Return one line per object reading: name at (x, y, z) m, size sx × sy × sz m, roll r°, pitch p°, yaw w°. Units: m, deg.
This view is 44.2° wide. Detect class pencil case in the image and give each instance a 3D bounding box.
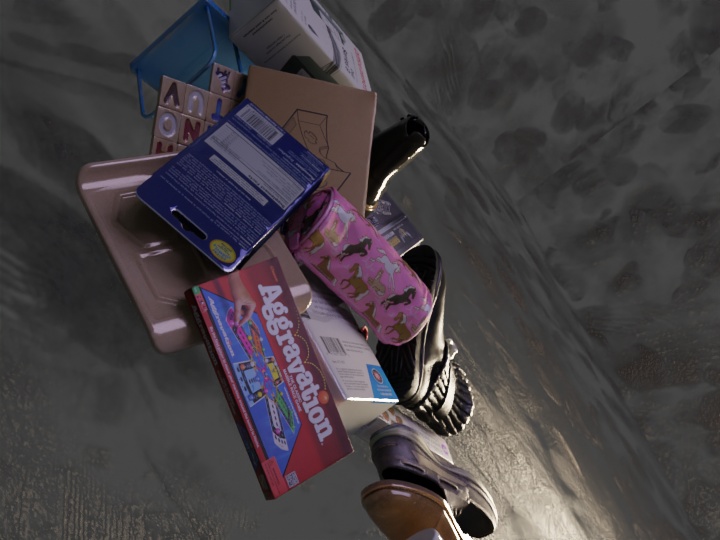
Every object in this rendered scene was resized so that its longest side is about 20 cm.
pencil case at (0.000, 0.000, 0.986) m, size 0.200 × 0.086 × 0.083 m, roll 43°, pitch 20°, yaw -31°

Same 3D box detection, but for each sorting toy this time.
sorting toy at (-0.163, -0.025, 0.871) m, size 0.183 × 0.037 × 0.202 m, roll -15°, pitch 68°, yaw -39°

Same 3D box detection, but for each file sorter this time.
file sorter at (-0.173, -0.212, 1.139) m, size 0.199 × 0.138 × 0.124 m, roll 36°, pitch 28°, yaw -44°

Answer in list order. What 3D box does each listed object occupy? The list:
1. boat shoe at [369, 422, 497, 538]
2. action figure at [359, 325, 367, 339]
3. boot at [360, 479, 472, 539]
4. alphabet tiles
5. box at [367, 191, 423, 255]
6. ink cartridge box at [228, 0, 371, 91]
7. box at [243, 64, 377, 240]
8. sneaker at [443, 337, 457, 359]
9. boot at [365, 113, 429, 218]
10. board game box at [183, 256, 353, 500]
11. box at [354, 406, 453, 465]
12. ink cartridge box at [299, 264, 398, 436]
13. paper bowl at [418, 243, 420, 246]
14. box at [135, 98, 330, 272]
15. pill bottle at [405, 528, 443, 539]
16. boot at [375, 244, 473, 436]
boat shoe at (0.083, 0.265, 1.043) m, size 0.199 × 0.074 × 0.074 m, roll 39°, pitch 31°, yaw -18°
action figure at (-0.013, 0.095, 1.095) m, size 0.203 × 0.051 × 0.065 m, roll 65°, pitch 18°, yaw -7°
boot at (0.071, 0.296, 0.942) m, size 0.200 × 0.073 × 0.076 m, roll 48°, pitch 28°, yaw -28°
alphabet tiles at (-0.160, -0.151, 1.038) m, size 0.198 × 0.007 × 0.171 m, roll 11°, pitch 87°, yaw -49°
box at (-0.015, -0.063, 1.141) m, size 0.159 × 0.048 × 0.200 m, roll 51°, pitch 30°, yaw 2°
ink cartridge box at (-0.076, -0.291, 1.155) m, size 0.200 × 0.083 × 0.147 m, roll 42°, pitch 25°, yaw -37°
box at (-0.067, -0.128, 1.040) m, size 0.021 × 0.160 × 0.204 m, roll 141°, pitch -43°, yaw -73°
sneaker at (0.083, 0.127, 1.272) m, size 0.076 × 0.076 × 0.200 m, roll 57°, pitch 18°, yaw 5°
boot at (0.040, -0.164, 1.142) m, size 0.077 × 0.138 × 0.202 m, roll 34°, pitch 31°, yaw -22°
board game box at (-0.083, 0.097, 0.828) m, size 0.102 × 0.019 × 0.203 m, roll -21°, pitch 89°, yaw -41°
box at (0.044, 0.201, 1.090) m, size 0.199 × 0.041 × 0.039 m, roll 37°, pitch 23°, yaw -42°
ink cartridge box at (-0.060, 0.077, 0.969) m, size 0.202 × 0.084 × 0.145 m, roll 60°, pitch 17°, yaw 21°
paper bowl at (0.012, -0.022, 1.315) m, size 0.201 × 0.104 × 0.202 m, roll 46°, pitch 21°, yaw -23°
box at (-0.127, -0.083, 0.888) m, size 0.121 × 0.032 × 0.200 m, roll 40°, pitch 45°, yaw -1°
pill bottle at (0.096, 0.349, 0.826) m, size 0.201 × 0.110 × 0.111 m, roll 54°, pitch 17°, yaw 1°
boot at (0.091, 0.092, 1.133) m, size 0.157 × 0.078 × 0.215 m, roll 32°, pitch 66°, yaw -47°
